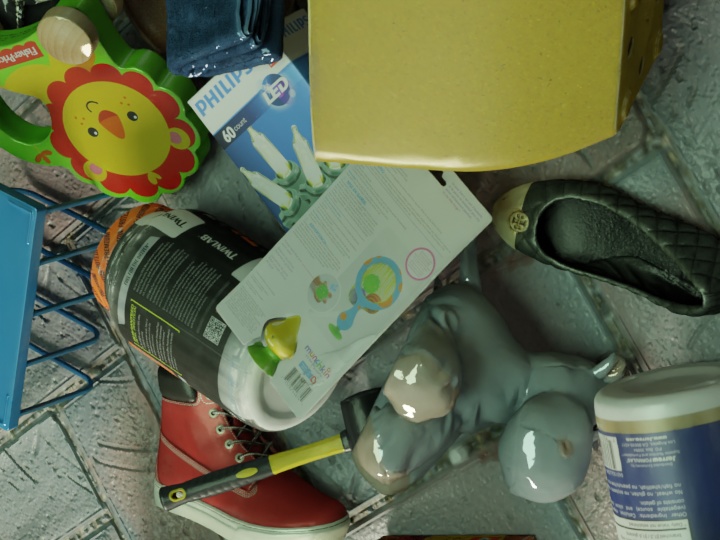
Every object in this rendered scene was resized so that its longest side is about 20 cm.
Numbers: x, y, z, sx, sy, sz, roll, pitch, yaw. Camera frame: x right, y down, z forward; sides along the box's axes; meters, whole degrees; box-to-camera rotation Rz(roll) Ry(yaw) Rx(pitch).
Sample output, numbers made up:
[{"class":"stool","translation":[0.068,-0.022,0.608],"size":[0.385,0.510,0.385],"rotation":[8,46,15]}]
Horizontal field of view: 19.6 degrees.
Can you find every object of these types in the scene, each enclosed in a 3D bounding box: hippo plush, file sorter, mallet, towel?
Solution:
[{"class":"hippo plush","translation":[0.096,0.100,1.486],"size":[0.160,0.200,0.160],"rotation":[25,132,2]},{"class":"file sorter","translation":[-0.293,0.004,1.758],"size":[0.138,0.122,0.201],"rotation":[25,116,30]},{"class":"mallet","translation":[-0.064,0.139,1.619],"size":[0.199,0.041,0.066],"rotation":[-11,86,8]},{"class":"towel","translation":[-0.103,-0.245,1.510],"size":[0.111,0.048,0.201],"rotation":[-10,77,45]}]

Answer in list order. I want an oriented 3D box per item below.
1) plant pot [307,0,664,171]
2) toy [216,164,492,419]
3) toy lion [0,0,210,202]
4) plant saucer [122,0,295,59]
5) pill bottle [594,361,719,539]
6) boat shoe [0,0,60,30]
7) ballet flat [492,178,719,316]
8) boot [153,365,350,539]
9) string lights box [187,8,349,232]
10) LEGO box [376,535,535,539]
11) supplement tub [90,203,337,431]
[{"class":"plant pot","translation":[0.093,-0.179,1.354],"size":[0.199,0.194,0.196],"rotation":[14,130,17]},{"class":"toy","translation":[0.000,0.000,1.484],"size":[0.200,0.047,0.115],"rotation":[-45,61,10]},{"class":"toy lion","translation":[-0.223,-0.133,1.668],"size":[0.199,0.069,0.192],"rotation":[-10,125,32]},{"class":"plant saucer","translation":[-0.114,-0.254,1.607],"size":[0.200,0.037,0.202],"rotation":[11,108,34]},{"class":"pill bottle","translation":[0.229,0.170,1.408],"size":[0.111,0.111,0.201],"rotation":[-6,99,38]},{"class":"boat shoe","translation":[-0.255,-0.252,1.697],"size":[0.060,0.074,0.201],"rotation":[14,102,39]},{"class":"ballet flat","translation":[0.173,-0.019,1.435],"size":[0.199,0.057,0.067],"rotation":[18,112,33]},{"class":"boot","translation":[-0.091,0.139,1.675],"size":[0.199,0.072,0.145],"rotation":[14,109,38]},{"class":"string lights box","translation":[-0.026,-0.082,1.551],"size":[0.103,0.059,0.200],"rotation":[-39,88,37]},{"class":"LEGO box","translation":[0.023,0.262,1.534],"size":[0.148,0.200,0.078],"rotation":[-6,99,38]},{"class":"supplement tub","translation":[-0.112,0.030,1.618],"size":[0.200,0.122,0.123],"rotation":[31,119,35]}]
